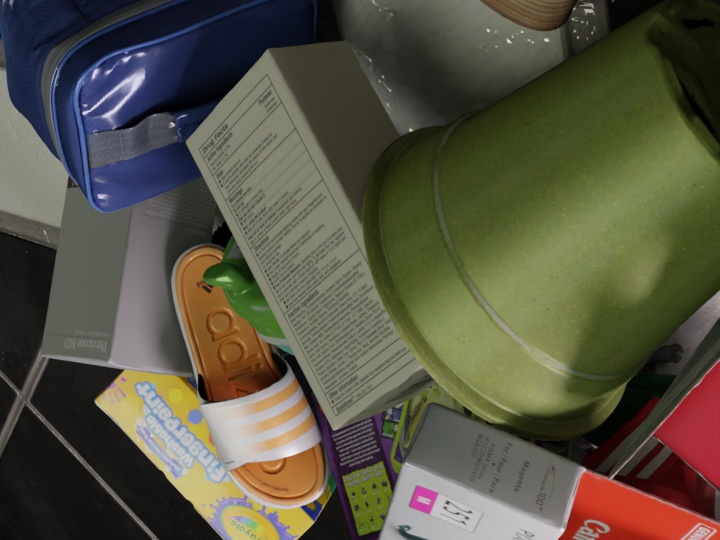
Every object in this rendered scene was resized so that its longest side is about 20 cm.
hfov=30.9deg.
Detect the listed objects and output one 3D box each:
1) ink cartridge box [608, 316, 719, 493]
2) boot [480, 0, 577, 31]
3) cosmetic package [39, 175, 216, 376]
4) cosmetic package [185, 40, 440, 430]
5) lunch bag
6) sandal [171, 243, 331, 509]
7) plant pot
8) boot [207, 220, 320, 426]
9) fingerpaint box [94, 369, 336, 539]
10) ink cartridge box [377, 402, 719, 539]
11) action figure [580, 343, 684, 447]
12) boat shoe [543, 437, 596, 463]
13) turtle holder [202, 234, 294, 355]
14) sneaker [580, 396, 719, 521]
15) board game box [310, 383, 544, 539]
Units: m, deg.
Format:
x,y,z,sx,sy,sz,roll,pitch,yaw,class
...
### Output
x,y,z,sx,sy,sz,roll,pitch,yaw,class
0.228,0.031,0.639,0.084,0.176,0.201,38,145,11,ink cartridge box
0.046,-0.225,0.670,0.199,0.077,0.156,34,145,15,boot
-0.175,-0.022,1.010,0.090,0.202,0.106,17,166,-42,cosmetic package
-0.012,-0.022,0.766,0.103,0.073,0.201,-38,74,43,cosmetic package
-0.118,-0.134,0.842,0.133,0.199,0.137,49,152,30,lunch bag
-0.088,0.081,0.948,0.059,0.079,0.208,180,66,-87,sandal
0.134,-0.041,0.688,0.200,0.200,0.190,49,132,-2,plant pot
-0.060,0.055,1.060,0.198,0.073,0.163,46,151,16,boot
-0.115,0.146,1.136,0.200,0.073,0.167,47,-170,2,fingerpaint box
0.100,0.161,0.761,0.172,0.044,0.201,23,153,7,ink cartridge box
0.191,0.089,0.841,0.198,0.055,0.119,14,135,34,action figure
0.127,0.138,0.892,0.198,0.072,0.066,2,116,31,boat shoe
-0.003,-0.007,0.908,0.184,0.142,0.132,-24,129,22,turtle holder
0.199,0.158,0.815,0.115,0.078,0.202,27,132,36,sneaker
0.042,0.112,0.883,0.199,0.032,0.121,-30,76,51,board game box
